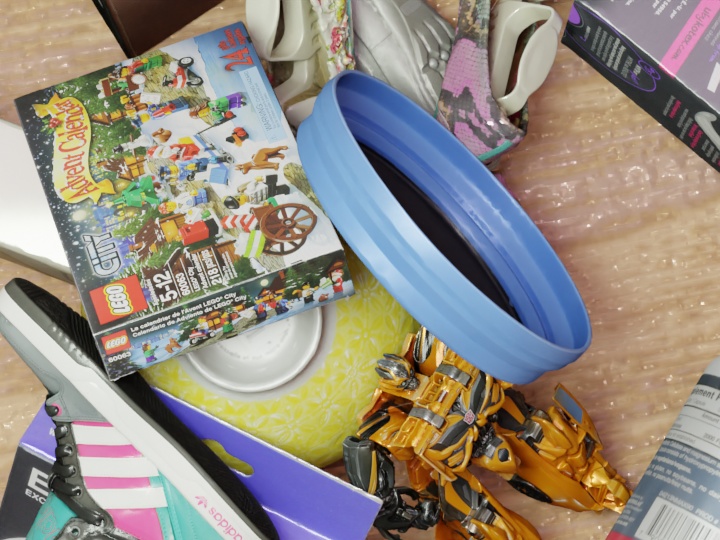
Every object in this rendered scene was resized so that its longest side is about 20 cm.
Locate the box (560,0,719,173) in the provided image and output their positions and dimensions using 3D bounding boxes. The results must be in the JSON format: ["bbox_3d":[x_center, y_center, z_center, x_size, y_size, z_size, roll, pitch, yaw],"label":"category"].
[{"bbox_3d":[0.227,-0.121,1.662,0.200,0.122,0.106,41,84,5],"label":"box"}]

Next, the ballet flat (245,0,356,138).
[{"bbox_3d":[-0.037,-0.123,1.655,0.076,0.064,0.200,13,122,40],"label":"ballet flat"}]

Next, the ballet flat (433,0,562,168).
[{"bbox_3d":[0.088,-0.149,1.671,0.071,0.069,0.200,-14,54,34],"label":"ballet flat"}]

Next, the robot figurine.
[{"bbox_3d":[0.072,0.105,1.604,0.058,0.200,0.145,16,68,44],"label":"robot figurine"}]

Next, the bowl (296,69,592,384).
[{"bbox_3d":[0.043,-0.021,1.534,0.039,0.201,0.201,-42,83,16],"label":"bowl"}]

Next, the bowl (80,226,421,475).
[{"bbox_3d":[-0.059,0.023,1.580,0.200,0.108,0.200,0,92,0],"label":"bowl"}]

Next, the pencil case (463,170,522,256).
[{"bbox_3d":[0.000,0.000,1.672,0.200,0.083,0.087,-9,54,0],"label":"pencil case"}]

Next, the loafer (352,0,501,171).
[{"bbox_3d":[0.011,-0.135,1.703,0.070,0.070,0.200,-34,90,36],"label":"loafer"}]

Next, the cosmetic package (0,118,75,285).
[{"bbox_3d":[-0.239,-0.058,1.672,0.200,0.104,0.073,21,84,5],"label":"cosmetic package"}]

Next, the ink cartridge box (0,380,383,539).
[{"bbox_3d":[-0.105,0.154,1.603,0.198,0.200,0.043,26,46,4],"label":"ink cartridge box"}]

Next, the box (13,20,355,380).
[{"bbox_3d":[-0.097,-0.041,1.533,0.136,0.038,0.200,-19,45,-5],"label":"box"}]

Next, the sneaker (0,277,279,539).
[{"bbox_3d":[-0.152,0.110,1.523,0.121,0.084,0.200,-42,92,7],"label":"sneaker"}]

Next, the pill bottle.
[{"bbox_3d":[0.231,0.115,1.633,0.120,0.120,0.200,31,84,5],"label":"pill bottle"}]

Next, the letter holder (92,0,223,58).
[{"bbox_3d":[-0.107,-0.217,1.641,0.142,0.200,0.101,-32,83,-4],"label":"letter holder"}]
